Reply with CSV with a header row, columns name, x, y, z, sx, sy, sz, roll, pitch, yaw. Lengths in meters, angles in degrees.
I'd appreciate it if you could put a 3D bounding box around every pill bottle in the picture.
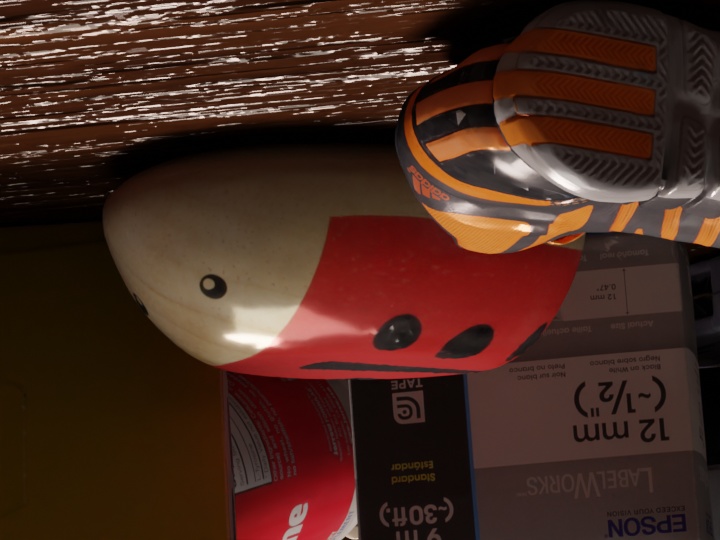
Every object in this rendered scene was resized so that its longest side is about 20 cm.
name,x,y,z,sx,sy,sz,roll,pitch,yaw
pill bottle,-0.088,0.101,1.355,0.112,0.112,0.200,-11,-179,35

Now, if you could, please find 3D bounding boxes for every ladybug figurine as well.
name,x,y,z,sx,sy,sz,roll,pitch,yaw
ladybug figurine,0.000,0.000,1.031,0.200,0.072,0.136,3,168,-36

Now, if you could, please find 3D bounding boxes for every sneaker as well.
name,x,y,z,sx,sy,sz,roll,pitch,yaw
sneaker,0.101,-0.038,0.888,0.200,0.078,0.112,14,167,-28

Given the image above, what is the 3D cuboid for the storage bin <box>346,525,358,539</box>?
name,x,y,z,sx,sy,sz,roll,pitch,yaw
storage bin,0.098,0.109,1.643,0.198,0.094,0.200,-7,170,17

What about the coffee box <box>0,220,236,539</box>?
name,x,y,z,sx,sy,sz,roll,pitch,yaw
coffee box,-0.148,0.115,1.120,0.200,0.200,0.198,-3,149,-3

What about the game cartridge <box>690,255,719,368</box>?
name,x,y,z,sx,sy,sz,roll,pitch,yaw
game cartridge,0.185,0.023,1.349,0.133,0.041,0.200,5,167,-28

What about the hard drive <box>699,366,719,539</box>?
name,x,y,z,sx,sy,sz,roll,pitch,yaw
hard drive,0.165,0.085,1.314,0.200,0.042,0.135,-6,-160,-34

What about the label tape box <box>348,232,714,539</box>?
name,x,y,z,sx,sy,sz,roll,pitch,yaw
label tape box,0.073,0.088,1.195,0.143,0.200,0.066,-6,168,10
